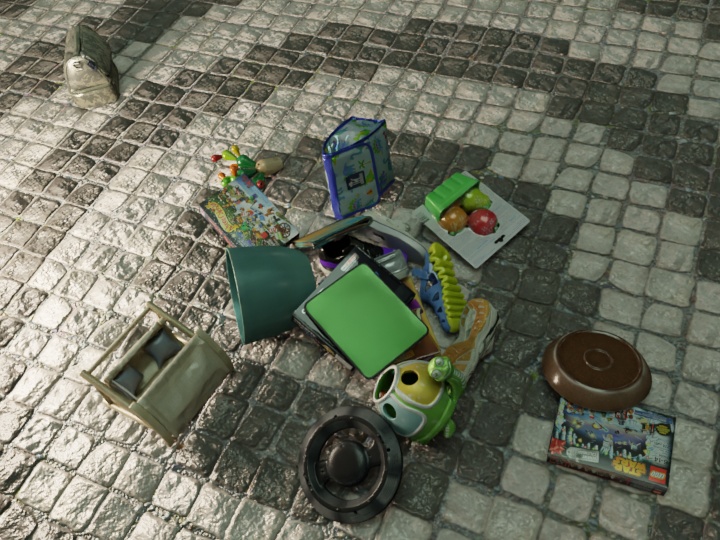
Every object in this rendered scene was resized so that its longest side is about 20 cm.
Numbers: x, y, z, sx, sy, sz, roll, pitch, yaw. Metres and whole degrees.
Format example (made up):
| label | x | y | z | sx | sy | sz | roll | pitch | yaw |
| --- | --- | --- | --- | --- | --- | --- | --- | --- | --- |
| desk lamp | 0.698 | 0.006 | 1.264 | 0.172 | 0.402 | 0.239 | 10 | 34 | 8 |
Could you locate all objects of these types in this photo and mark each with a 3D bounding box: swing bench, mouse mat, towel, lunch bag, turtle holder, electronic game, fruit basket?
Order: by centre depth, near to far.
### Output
| label | x | y | z | sx | sy | sz | roll | pitch | yaw |
| --- | --- | --- | --- | --- | --- | --- | --- | --- | --- |
| electronic game | -0.020 | 0.340 | 1.206 | 0.199 | 0.042 | 0.201 | -8 | 70 | 22 |
| turtle holder | 0.105 | 0.227 | 1.214 | 0.132 | 0.185 | 0.141 | 29 | 73 | -16 |
| mouse mat | 0.011 | 0.091 | 1.295 | 0.161 | 0.008 | 0.200 | -36 | 67 | -21 |
| swing bench | -0.393 | 0.201 | 1.346 | 0.200 | 0.130 | 0.199 | 23 | 59 | 23 |
| towel | -0.065 | -0.084 | 1.505 | 0.146 | 0.022 | 0.200 | -25 | 10 | -16 |
| fruit basket | 0.247 | -0.117 | 1.545 | 0.185 | 0.094 | 0.200 | -40 | 73 | -21 |
| lunch bag | -0.013 | -0.237 | 1.575 | 0.127 | 0.170 | 0.200 | 13 | 41 | 32 |
| lunch bag | -0.795 | -0.597 | 1.993 | 0.139 | 0.168 | 0.200 | -15 | 52 | -3 |

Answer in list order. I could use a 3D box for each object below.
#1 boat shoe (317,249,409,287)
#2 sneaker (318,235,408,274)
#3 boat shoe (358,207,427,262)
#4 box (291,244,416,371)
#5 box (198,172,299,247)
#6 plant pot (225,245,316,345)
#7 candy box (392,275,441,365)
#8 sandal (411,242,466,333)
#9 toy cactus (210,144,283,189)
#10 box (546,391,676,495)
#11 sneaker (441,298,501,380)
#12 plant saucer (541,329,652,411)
| label | x | y | z | sx | sy | sz | roll | pitch | yaw |
| --- | --- | --- | --- | --- | --- | --- | --- | --- | --- |
| boat shoe | 0.000 | 0.000 | 1.444 | 0.200 | 0.072 | 0.070 | -14 | 9 | 10 |
| sneaker | 0.002 | -0.033 | 1.488 | 0.200 | 0.100 | 0.070 | 0 | 55 | 9 |
| boat shoe | 0.080 | -0.087 | 1.543 | 0.200 | 0.071 | 0.070 | 29 | 64 | 34 |
| box | -0.012 | 0.072 | 1.343 | 0.159 | 0.046 | 0.200 | 40 | 67 | 7 |
| box | -0.257 | -0.112 | 1.580 | 0.137 | 0.038 | 0.200 | -40 | 80 | -22 |
| plant pot | -0.179 | 0.039 | 1.405 | 0.161 | 0.201 | 0.201 | -11 | 51 | -14 |
| candy box | 0.079 | 0.115 | 1.393 | 0.116 | 0.057 | 0.200 | -16 | 53 | -5 |
| sandal | 0.163 | 0.045 | 1.435 | 0.087 | 0.079 | 0.200 | -32 | 53 | 30 |
| toy cactus | -0.277 | -0.255 | 1.715 | 0.165 | 0.102 | 0.200 | -23 | 44 | -22 |
| box | 0.443 | 0.299 | 1.209 | 0.199 | 0.040 | 0.137 | 13 | 56 | 17 |
| sneaker | 0.219 | 0.158 | 1.330 | 0.076 | 0.088 | 0.200 | 20 | 79 | 45 |
| plant saucer | 0.444 | 0.175 | 1.281 | 0.200 | 0.035 | 0.200 | -1 | 39 | 1 |
